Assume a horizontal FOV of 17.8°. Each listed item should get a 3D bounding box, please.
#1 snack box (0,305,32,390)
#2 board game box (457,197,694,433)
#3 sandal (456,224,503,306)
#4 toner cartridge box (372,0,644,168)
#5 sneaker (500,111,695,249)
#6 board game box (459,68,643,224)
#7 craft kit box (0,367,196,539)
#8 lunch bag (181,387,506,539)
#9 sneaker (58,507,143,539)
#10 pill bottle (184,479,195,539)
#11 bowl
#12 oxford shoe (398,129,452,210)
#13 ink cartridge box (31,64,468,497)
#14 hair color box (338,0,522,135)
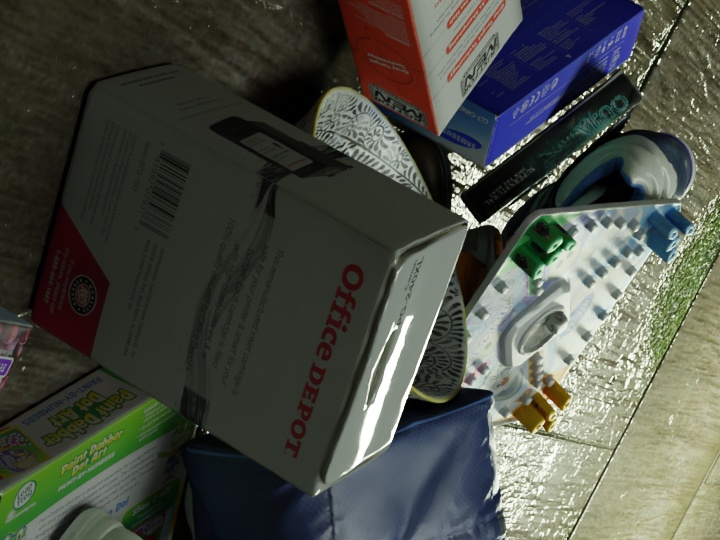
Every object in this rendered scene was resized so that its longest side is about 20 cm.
[{"bbox_3d":[-0.247,0.067,1.067,0.143,0.053,0.200,-61,158,4],"label":"snack box"},{"bbox_3d":[0.122,0.041,1.539,0.200,0.026,0.200,-7,135,-54],"label":"board game box"},{"bbox_3d":[0.067,0.014,1.643,0.207,0.059,0.080,-96,-157,-73],"label":"sandal"},{"bbox_3d":[0.100,-0.143,1.526,0.200,0.095,0.043,-37,148,-45],"label":"toner cartridge box"},{"bbox_3d":[0.145,-0.028,1.636,0.200,0.081,0.146,-39,172,24],"label":"sneaker"},{"bbox_3d":[0.130,-0.083,1.601,0.135,0.028,0.200,-38,180,3],"label":"board game box"},{"bbox_3d":[-0.177,0.158,1.349,0.200,0.048,0.198,-32,146,-52],"label":"craft kit box"},{"bbox_3d":[-0.010,0.154,1.388,0.199,0.136,0.133,-15,100,-36],"label":"lunch bag"},{"bbox_3d":[-0.120,0.211,1.365,0.075,0.088,0.200,-57,158,-13],"label":"sneaker"},{"bbox_3d":[-0.050,0.175,1.557,0.111,0.111,0.200,-58,159,-8],"label":"pill bottle"},{"bbox_3d":[-0.019,-0.002,1.390,0.201,0.094,0.202,50,29,-42],"label":"bowl"},{"bbox_3d":[0.000,0.000,1.512,0.084,0.072,0.201,5,111,-61],"label":"oxford shoe"},{"bbox_3d":[-0.060,0.002,1.203,0.083,0.199,0.146,-23,137,-57],"label":"ink cartridge box"},{"bbox_3d":[0.037,-0.177,1.325,0.102,0.061,0.200,-54,156,-19],"label":"hair color box"}]
